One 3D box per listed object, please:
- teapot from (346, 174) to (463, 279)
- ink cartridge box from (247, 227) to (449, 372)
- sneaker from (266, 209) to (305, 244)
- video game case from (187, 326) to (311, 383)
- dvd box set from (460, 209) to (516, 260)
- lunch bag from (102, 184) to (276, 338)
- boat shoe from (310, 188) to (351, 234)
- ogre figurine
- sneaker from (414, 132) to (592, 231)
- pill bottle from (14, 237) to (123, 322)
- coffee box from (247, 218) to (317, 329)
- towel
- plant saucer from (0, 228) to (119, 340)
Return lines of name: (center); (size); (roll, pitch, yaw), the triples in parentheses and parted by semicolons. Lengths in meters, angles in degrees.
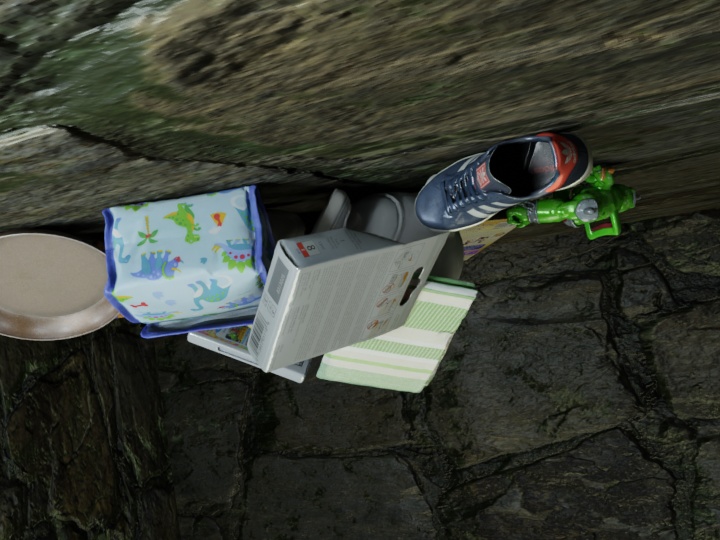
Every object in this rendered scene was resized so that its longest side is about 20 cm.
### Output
teapot: (0.023, -0.027, 0.995); (0.197, 0.200, 0.146); (20, 168, 48)
ink cartridge box: (-0.014, 0.019, 0.833); (0.200, 0.050, 0.162); (-17, 144, -36)
sneaker: (-0.163, -0.041, 0.953); (0.200, 0.076, 0.092); (-9, 174, -13)
video game case: (-0.148, 0.072, 1.203); (0.182, 0.024, 0.200); (20, -143, -1)
dvd box set: (0.156, -0.056, 1.227); (0.146, 0.029, 0.200); (-6, 164, -25)
lunch bag: (-0.177, 0.006, 0.867); (0.170, 0.128, 0.200); (-7, 160, -1)
boat shoe: (-0.040, 0.004, 0.924); (0.068, 0.200, 0.072); (19, -177, -7)
ogre figurine: (0.305, -0.094, 1.072); (0.120, 0.098, 0.200); (5, 177, 44)
sneaker: (0.128, -0.092, 0.780); (0.200, 0.075, 0.084); (-22, 172, 34)
pill bottle: (-0.409, 0.020, 1.034); (0.200, 0.112, 0.112); (-8, 178, -9)
coffee box: (-0.083, 0.007, 1.139); (0.044, 0.200, 0.123); (42, 149, -26)
towel: (0.043, 0.077, 0.959); (0.152, 0.023, 0.200); (10, 132, -13)
plant saucer: (-0.383, 0.014, 0.924); (0.200, 0.032, 0.200); (-9, 142, -7)
